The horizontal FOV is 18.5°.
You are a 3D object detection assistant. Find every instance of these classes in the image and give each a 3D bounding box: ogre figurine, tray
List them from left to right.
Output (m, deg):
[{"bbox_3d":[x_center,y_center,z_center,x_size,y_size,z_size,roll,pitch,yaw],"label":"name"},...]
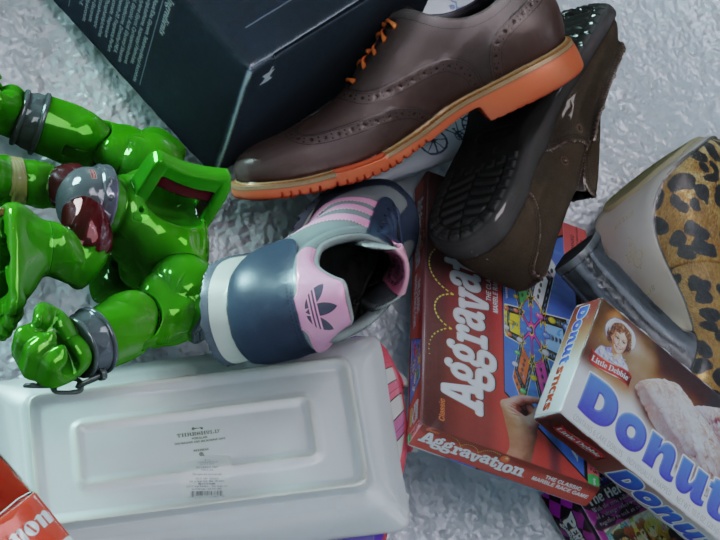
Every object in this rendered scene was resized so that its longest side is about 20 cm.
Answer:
[{"bbox_3d":[-0.131,-0.020,1.103,0.120,0.098,0.200,4,24,-26],"label":"ogre figurine"},{"bbox_3d":[-0.080,0.087,1.084,0.199,0.022,0.108,-7,64,-6],"label":"tray"}]

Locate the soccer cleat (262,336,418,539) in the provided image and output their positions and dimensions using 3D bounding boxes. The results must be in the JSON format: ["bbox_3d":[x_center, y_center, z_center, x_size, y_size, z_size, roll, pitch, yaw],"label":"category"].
[{"bbox_3d":[-0.021,0.121,1.108,0.076,0.067,0.201,19,64,-28],"label":"soccer cleat"}]

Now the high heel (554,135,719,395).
[{"bbox_3d":[0.197,0.009,1.256,0.143,0.071,0.200,50,42,-3],"label":"high heel"}]

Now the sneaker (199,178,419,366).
[{"bbox_3d":[0.000,0.000,1.116,0.200,0.082,0.070,-39,118,-57],"label":"sneaker"}]

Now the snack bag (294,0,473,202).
[{"bbox_3d":[0.005,-0.144,1.264,0.188,0.021,0.200,-21,72,-30],"label":"snack bag"}]

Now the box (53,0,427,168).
[{"bbox_3d":[-0.078,-0.180,1.179,0.148,0.107,0.200,-34,74,-29],"label":"box"}]

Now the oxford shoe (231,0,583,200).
[{"bbox_3d":[0.015,-0.098,1.161,0.200,0.071,0.073,-26,106,-11],"label":"oxford shoe"}]

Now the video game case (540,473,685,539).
[{"bbox_3d":[0.222,0.163,1.213,0.200,0.036,0.182,-21,76,-30],"label":"video game case"}]

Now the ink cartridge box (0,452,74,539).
[{"bbox_3d":[-0.159,0.155,1.006,0.050,0.109,0.200,-38,85,-33],"label":"ink cartridge box"}]

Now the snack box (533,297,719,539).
[{"bbox_3d":[0.174,0.100,1.150,0.200,0.024,0.072,38,59,-25],"label":"snack box"}]

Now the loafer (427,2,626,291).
[{"bbox_3d":[0.098,-0.067,1.221,0.071,0.073,0.200,51,52,-30],"label":"loafer"}]

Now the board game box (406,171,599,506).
[{"bbox_3d":[0.076,0.032,1.182,0.103,0.019,0.200,19,40,-14],"label":"board game box"}]
